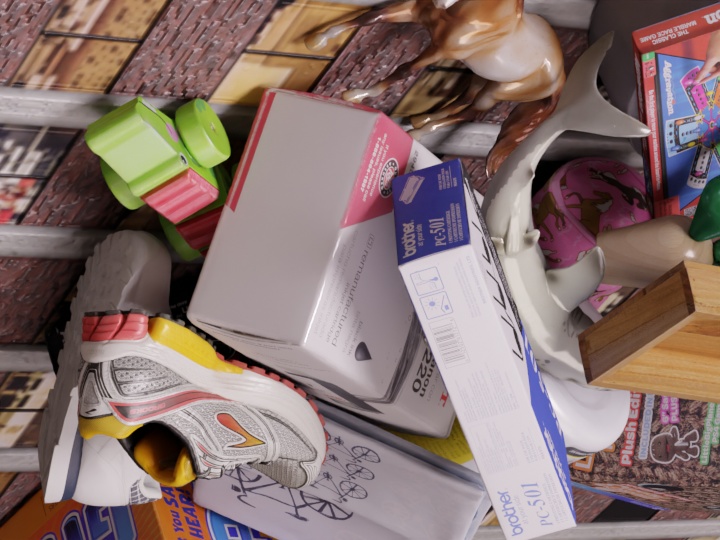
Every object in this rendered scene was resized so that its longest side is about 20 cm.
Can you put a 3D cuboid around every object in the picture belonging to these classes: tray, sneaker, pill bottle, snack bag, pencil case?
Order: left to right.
[{"bbox_3d":[-0.136,0.059,1.600,0.080,0.076,0.200,9,128,-15],"label":"sneaker"},{"bbox_3d":[-0.096,0.090,1.535,0.078,0.082,0.200,-4,157,40],"label":"sneaker"},{"bbox_3d":[-0.020,0.140,1.675,0.188,0.021,0.200,23,150,2],"label":"snack bag"},{"bbox_3d":[0.062,0.090,1.689,0.200,0.112,0.112,-25,153,33],"label":"pill bottle"},{"bbox_3d":[0.119,0.011,1.733,0.086,0.083,0.200,-28,161,-41],"label":"pencil case"},{"bbox_3d":[0.235,0.042,1.552,0.200,0.037,0.099,10,148,-33],"label":"tray"}]

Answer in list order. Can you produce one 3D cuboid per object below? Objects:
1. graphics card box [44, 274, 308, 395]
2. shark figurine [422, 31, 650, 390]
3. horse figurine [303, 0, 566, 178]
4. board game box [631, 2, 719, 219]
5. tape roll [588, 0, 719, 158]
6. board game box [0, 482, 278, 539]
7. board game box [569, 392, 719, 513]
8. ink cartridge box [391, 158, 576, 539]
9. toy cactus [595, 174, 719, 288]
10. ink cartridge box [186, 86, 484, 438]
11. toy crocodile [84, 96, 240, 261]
[{"bbox_3d":[-0.089,0.049,1.702,0.200,0.051,0.125,-19,152,0],"label":"graphics card box"},{"bbox_3d":[0.097,-0.030,1.553,0.128,0.090,0.215,-3,121,-2],"label":"shark figurine"},{"bbox_3d":[0.063,-0.118,1.511,0.132,0.050,0.200,-25,149,20],"label":"horse figurine"},{"bbox_3d":[0.211,-0.094,1.539,0.103,0.019,0.200,-20,152,-1],"label":"board game box"},{"bbox_3d":[0.237,-0.140,1.564,0.200,0.066,0.200,-14,151,-8],"label":"tape roll"},{"bbox_3d":[-0.112,0.237,1.852,0.200,0.200,0.200,9,140,-41],"label":"board game box"},{"bbox_3d":[0.255,0.114,1.885,0.200,0.097,0.159,0,167,39],"label":"board game box"},{"bbox_3d":[0.069,0.046,1.496,0.044,0.094,0.200,-17,121,9],"label":"ink cartridge box"},{"bbox_3d":[0.222,-0.022,1.581,0.165,0.102,0.200,-4,157,11],"label":"toy cactus"},{"bbox_3d":[0.000,0.000,1.558,0.085,0.146,0.200,13,168,29],"label":"ink cartridge box"},{"bbox_3d":[-0.093,-0.042,1.530,0.067,0.062,0.200,-26,150,11],"label":"toy crocodile"}]
